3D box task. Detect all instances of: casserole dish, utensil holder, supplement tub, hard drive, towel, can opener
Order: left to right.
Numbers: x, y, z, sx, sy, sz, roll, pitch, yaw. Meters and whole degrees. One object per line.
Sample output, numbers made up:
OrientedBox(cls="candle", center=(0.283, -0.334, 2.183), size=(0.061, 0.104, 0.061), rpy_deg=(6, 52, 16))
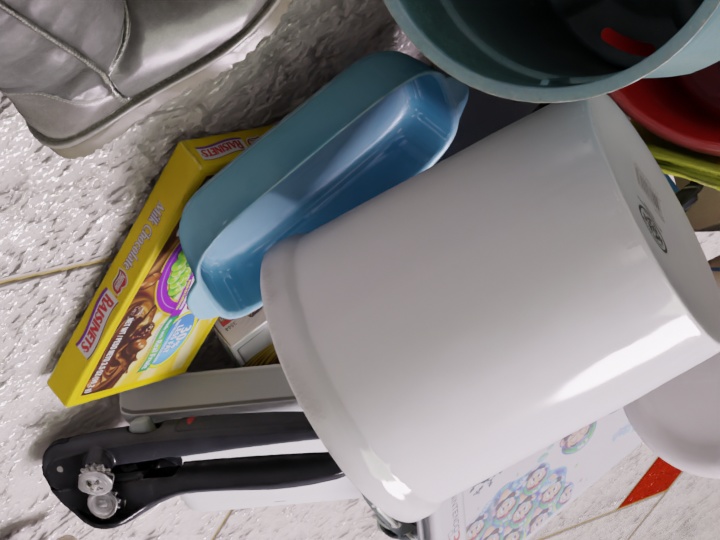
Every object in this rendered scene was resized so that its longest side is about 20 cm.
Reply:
OrientedBox(cls="can opener", center=(-0.101, 0.113, 1.460), size=(0.199, 0.064, 0.079), rpy_deg=(-10, -154, 18))
OrientedBox(cls="hard drive", center=(-0.070, 0.111, 1.552), size=(0.131, 0.026, 0.200), rpy_deg=(-6, 157, 7))
OrientedBox(cls="casserole dish", center=(-0.027, -0.052, 1.328), size=(0.200, 0.039, 0.121), rpy_deg=(-40, 158, -5))
OrientedBox(cls="utensil holder", center=(0.074, 0.017, 1.275), size=(0.199, 0.171, 0.170), rpy_deg=(-28, 160, 17))
OrientedBox(cls="towel", center=(0.192, -0.070, 1.416), size=(0.200, 0.086, 0.018), rpy_deg=(-31, 135, -74))
OrientedBox(cls="supplement tub", center=(0.261, 0.048, 1.544), size=(0.200, 0.132, 0.132), rpy_deg=(-23, 153, -56))

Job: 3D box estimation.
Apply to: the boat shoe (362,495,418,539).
OrientedBox(cls="boat shoe", center=(0.036, 0.152, 1.635), size=(0.061, 0.073, 0.200), rpy_deg=(-9, 165, 4))

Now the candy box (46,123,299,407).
OrientedBox(cls="candy box", center=(-0.102, -0.004, 1.380), size=(0.102, 0.026, 0.200), rpy_deg=(-18, 149, -47))

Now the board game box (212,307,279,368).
OrientedBox(cls="board game box", center=(0.000, 0.000, 1.522), size=(0.200, 0.035, 0.126), rpy_deg=(-37, 157, -5))

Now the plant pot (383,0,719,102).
OrientedBox(cls="plant pot", center=(0.129, -0.179, 1.223), size=(0.200, 0.200, 0.196), rpy_deg=(-46, 163, 16))

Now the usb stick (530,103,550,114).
OrientedBox(cls="usb stick", center=(0.078, -0.038, 1.412), size=(0.055, 0.033, 0.200), rpy_deg=(-16, 158, -41))

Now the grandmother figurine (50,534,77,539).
OrientedBox(cls="grandmother figurine", center=(-0.227, 0.217, 1.552), size=(0.122, 0.061, 0.200), rpy_deg=(-55, 156, 13))

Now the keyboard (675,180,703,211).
OrientedBox(cls="keyboard", center=(0.146, 0.011, 1.521), size=(0.127, 0.021, 0.200), rpy_deg=(-35, 171, -23))

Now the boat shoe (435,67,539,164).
OrientedBox(cls="boat shoe", center=(0.044, -0.065, 1.436), size=(0.200, 0.070, 0.066), rpy_deg=(-39, 164, 0))

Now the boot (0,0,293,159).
OrientedBox(cls="boot", center=(-0.128, -0.137, 1.073), size=(0.182, 0.073, 0.200), rpy_deg=(-42, 149, 2))

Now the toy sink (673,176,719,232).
OrientedBox(cls="toy sink", center=(0.289, -0.091, 1.596), size=(0.130, 0.113, 0.200), rpy_deg=(-19, 175, 19))

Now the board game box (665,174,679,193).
OrientedBox(cls="board game box", center=(0.116, -0.001, 1.595), size=(0.196, 0.056, 0.200), rpy_deg=(-38, 172, 0))

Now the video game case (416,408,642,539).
OrientedBox(cls="video game case", center=(0.115, 0.115, 1.561), size=(0.200, 0.024, 0.182), rpy_deg=(-38, 149, -21))

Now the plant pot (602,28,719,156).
OrientedBox(cls="plant pot", center=(0.233, -0.157, 1.412), size=(0.200, 0.201, 0.177), rpy_deg=(-43, 167, 9))
